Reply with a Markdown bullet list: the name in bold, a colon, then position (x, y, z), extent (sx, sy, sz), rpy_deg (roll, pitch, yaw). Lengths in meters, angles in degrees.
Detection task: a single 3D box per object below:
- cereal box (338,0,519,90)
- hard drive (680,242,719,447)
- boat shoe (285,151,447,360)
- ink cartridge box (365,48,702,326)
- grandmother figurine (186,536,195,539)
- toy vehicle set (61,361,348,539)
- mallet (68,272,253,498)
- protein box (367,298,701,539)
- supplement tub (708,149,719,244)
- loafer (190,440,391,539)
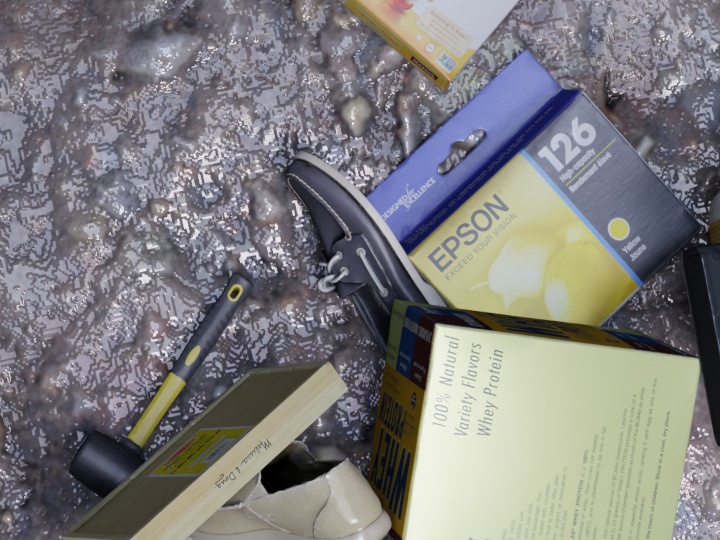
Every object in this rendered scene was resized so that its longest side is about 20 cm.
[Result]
- **cereal box**: position (0.077, -0.265, 1.569), extent (0.144, 0.040, 0.200), rpy_deg (39, 79, 0)
- **hard drive**: position (0.333, 0.040, 1.407), extent (0.198, 0.033, 0.141), rpy_deg (-8, 85, -20)
- **boat shoe**: position (0.000, 0.000, 1.506), extent (0.063, 0.073, 0.200), rpy_deg (-39, 93, -14)
- **ink cartridge box**: position (0.132, -0.041, 1.542), extent (0.198, 0.047, 0.200), rpy_deg (-43, 92, -9)
- **grandmother figurine**: position (-0.085, 0.270, 1.467), extent (0.200, 0.061, 0.121), rpy_deg (42, 52, 3)
- **toy vehicle set**: position (-0.112, 0.138, 1.414), extent (0.200, 0.124, 0.027), rpy_deg (-41, 105, -26)
- **mallet**: position (-0.135, 0.094, 1.495), extent (0.066, 0.041, 0.200), rpy_deg (41, 75, -1)
- **protein box**: position (0.118, 0.138, 1.439), extent (0.198, 0.135, 0.201), rpy_deg (8, 95, -12)
- **supplement tub**: position (0.341, 0.002, 1.511), extent (0.143, 0.144, 0.202), rpy_deg (-1, 82, -7)
- **loafer**: position (-0.062, 0.158, 1.426), extent (0.075, 0.199, 0.069), rpy_deg (-29, 112, -47)
